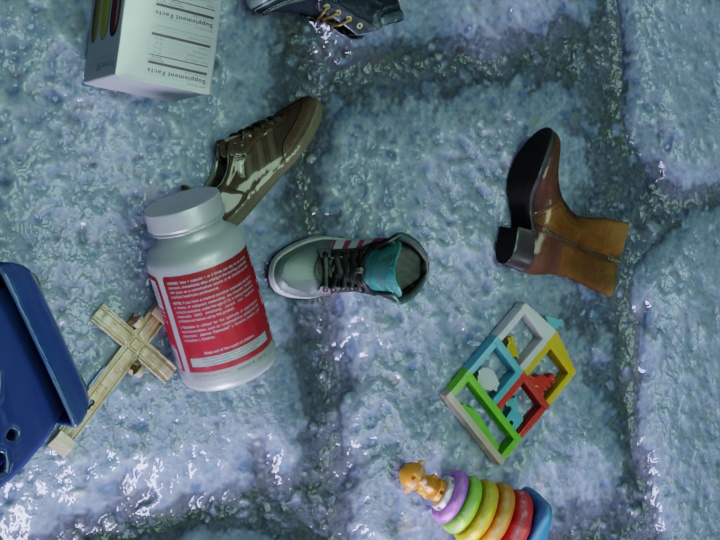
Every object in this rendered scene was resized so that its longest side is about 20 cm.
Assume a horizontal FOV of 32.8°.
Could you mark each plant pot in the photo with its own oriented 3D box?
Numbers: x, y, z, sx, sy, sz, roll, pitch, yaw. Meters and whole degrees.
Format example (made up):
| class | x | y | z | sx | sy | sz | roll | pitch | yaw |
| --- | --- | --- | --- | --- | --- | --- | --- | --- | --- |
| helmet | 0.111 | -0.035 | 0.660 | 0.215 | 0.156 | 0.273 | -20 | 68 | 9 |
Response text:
| class | x | y | z | sx | sy | sz | roll | pitch | yaw |
| --- | --- | --- | --- | --- | --- | --- | --- | --- | --- |
| plant pot | -0.385 | 0.100 | 1.182 | 0.179 | 0.199 | 0.202 | -30 | 106 | -30 |

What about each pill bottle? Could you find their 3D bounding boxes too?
| class | x | y | z | sx | sy | sz | roll | pitch | yaw |
| --- | --- | --- | --- | --- | --- | --- | --- | --- | --- |
| pill bottle | -0.167 | 0.019 | 1.329 | 0.111 | 0.112 | 0.203 | -24 | 112 | -26 |

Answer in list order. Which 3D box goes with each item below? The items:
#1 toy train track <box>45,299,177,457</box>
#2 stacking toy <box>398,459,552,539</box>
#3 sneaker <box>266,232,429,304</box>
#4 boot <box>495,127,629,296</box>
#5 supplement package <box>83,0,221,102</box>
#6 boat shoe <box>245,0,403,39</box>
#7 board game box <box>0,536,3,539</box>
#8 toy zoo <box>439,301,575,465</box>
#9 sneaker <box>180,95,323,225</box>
| class | x | y | z | sx | sy | sz | roll | pitch | yaw |
| --- | --- | --- | --- | --- | --- | --- | --- | --- | --- |
| toy train track | -0.268 | 0.116 | 1.336 | 0.115 | 0.032 | 0.201 | 43 | 73 | -24 |
| stacking toy | 0.130 | 0.295 | 1.539 | 0.198 | 0.110 | 0.117 | 30 | 90 | -15 |
| sneaker | 0.000 | 0.000 | 1.430 | 0.197 | 0.120 | 0.085 | -8 | 96 | -28 |
| boot | 0.286 | -0.075 | 1.617 | 0.198 | 0.068 | 0.191 | 12 | 86 | -30 |
| supplement package | -0.215 | -0.291 | 1.300 | 0.108 | 0.113 | 0.203 | 8 | 88 | -30 |
| boat shoe | -0.034 | -0.308 | 1.424 | 0.198 | 0.071 | 0.092 | -23 | 99 | -28 |
| board game box | -0.441 | 0.308 | 1.176 | 0.199 | 0.159 | 0.098 | -34 | 107 | -24 |
| toy zoo | 0.205 | 0.137 | 1.608 | 0.200 | 0.020 | 0.132 | -46 | 112 | -19 |
| sneaker | -0.121 | -0.135 | 1.386 | 0.076 | 0.070 | 0.201 | 44 | 72 | -22 |
